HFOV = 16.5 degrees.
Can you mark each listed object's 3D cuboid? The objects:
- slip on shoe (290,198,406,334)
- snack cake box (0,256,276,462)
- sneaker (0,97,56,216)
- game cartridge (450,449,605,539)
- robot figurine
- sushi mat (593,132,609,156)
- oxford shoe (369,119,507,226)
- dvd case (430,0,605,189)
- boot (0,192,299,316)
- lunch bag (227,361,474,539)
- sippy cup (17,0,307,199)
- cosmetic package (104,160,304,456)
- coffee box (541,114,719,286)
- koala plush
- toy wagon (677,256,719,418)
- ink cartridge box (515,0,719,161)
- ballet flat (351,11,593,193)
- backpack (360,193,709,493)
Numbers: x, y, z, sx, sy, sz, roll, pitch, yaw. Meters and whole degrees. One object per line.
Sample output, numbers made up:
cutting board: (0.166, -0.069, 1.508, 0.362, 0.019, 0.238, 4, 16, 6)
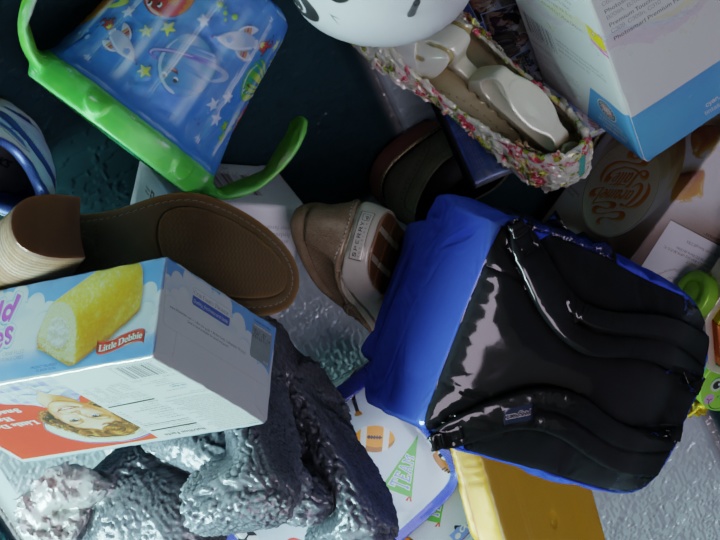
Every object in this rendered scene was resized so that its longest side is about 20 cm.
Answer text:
slip on shoe: (0.000, 0.000, 1.696, 0.200, 0.060, 0.076, 47, 56, -72)
snack cake box: (-0.165, 0.058, 1.528, 0.200, 0.067, 0.115, -11, 152, 32)
sneaker: (-0.274, -0.091, 1.547, 0.200, 0.088, 0.075, 20, 109, -29)
game cartridge: (0.126, 0.182, 1.787, 0.032, 0.176, 0.200, -14, 95, 26)
robot figurine: (0.009, -0.237, 1.533, 0.124, 0.201, 0.150, -6, 165, 13)
sushi mat: (0.185, -0.030, 1.818, 0.095, 0.012, 0.200, 12, 111, -26)
oxford shoe: (0.102, -0.096, 1.709, 0.200, 0.075, 0.070, -41, 125, 3)
dvd case: (0.134, -0.158, 1.676, 0.200, 0.018, 0.143, -24, 86, -9)
boot: (-0.152, 0.006, 1.585, 0.200, 0.074, 0.155, 13, 156, -18)
lunch bag: (-0.001, 0.174, 1.777, 0.170, 0.124, 0.200, -40, 132, -1)
sippy cup: (-0.119, -0.135, 1.571, 0.130, 0.140, 0.178, -52, 144, -2)
cosmetic package: (-0.114, 0.029, 1.689, 0.101, 0.071, 0.200, 4, 115, -26)
coffee box: (0.211, -0.042, 1.746, 0.080, 0.114, 0.200, 29, 103, -33)
koala plush: (-0.112, 0.141, 1.631, 0.200, 0.184, 0.177, -35, 147, 20)
toy wagon: (0.288, 0.028, 1.732, 0.155, 0.040, 0.200, 20, 109, -38)
ink cartridge box: (0.170, -0.199, 1.562, 0.125, 0.129, 0.200, -32, 131, -10)
ballet flat: (0.075, -0.130, 1.624, 0.200, 0.064, 0.076, 36, 74, 0)
backpack: (0.118, 0.044, 1.625, 0.200, 0.168, 0.163, 20, 98, -27)
